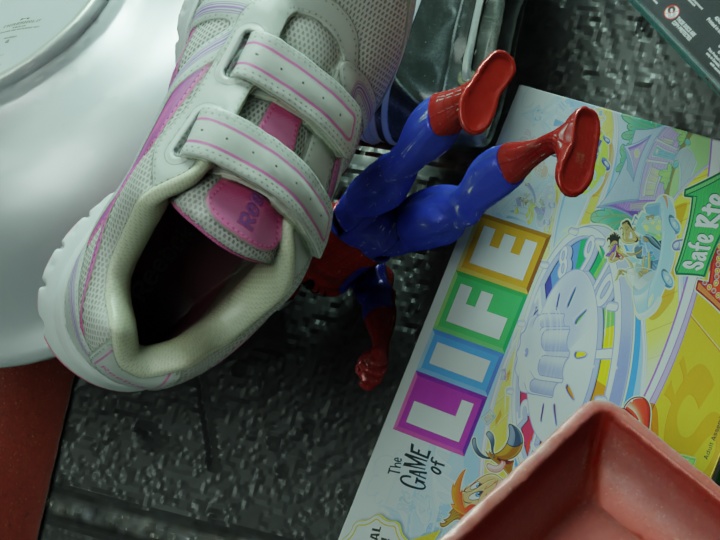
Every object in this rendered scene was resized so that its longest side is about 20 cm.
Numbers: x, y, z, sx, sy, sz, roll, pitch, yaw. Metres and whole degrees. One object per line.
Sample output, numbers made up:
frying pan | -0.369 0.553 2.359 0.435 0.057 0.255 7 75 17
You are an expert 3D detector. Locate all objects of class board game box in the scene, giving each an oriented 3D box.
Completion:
board game box | 0.081 0.045 0.910 0.134 0.034 0.201 18 84 35

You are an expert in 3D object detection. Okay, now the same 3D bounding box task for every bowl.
bowl | -0.115 -0.064 0.979 0.200 0.091 0.202 -24 31 16

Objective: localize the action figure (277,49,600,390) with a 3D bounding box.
action figure | 0.000 0.000 0.916 0.200 0.065 0.100 -28 34 58

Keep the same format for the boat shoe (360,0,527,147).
boat shoe | 0.055 -0.129 0.962 0.070 0.072 0.201 16 71 16

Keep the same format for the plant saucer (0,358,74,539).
plant saucer | -0.214 0.049 1.087 0.198 0.037 0.202 4 75 32

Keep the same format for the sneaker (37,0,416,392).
sneaker | -0.036 -0.038 0.863 0.201 0.081 0.088 -63 19 5

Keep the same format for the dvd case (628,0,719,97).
dvd case | 0.194 -0.135 0.889 0.200 0.022 0.146 -41 57 2

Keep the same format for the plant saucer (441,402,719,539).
plant saucer | 0.091 0.158 0.764 0.199 0.200 0.037 39 136 15
